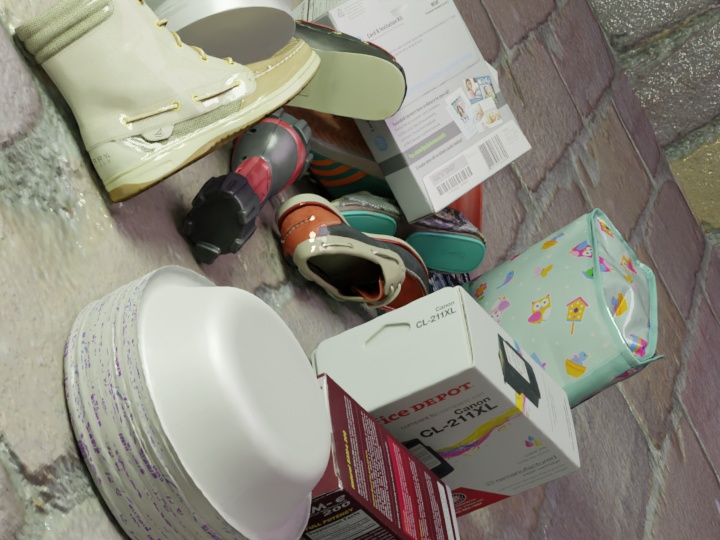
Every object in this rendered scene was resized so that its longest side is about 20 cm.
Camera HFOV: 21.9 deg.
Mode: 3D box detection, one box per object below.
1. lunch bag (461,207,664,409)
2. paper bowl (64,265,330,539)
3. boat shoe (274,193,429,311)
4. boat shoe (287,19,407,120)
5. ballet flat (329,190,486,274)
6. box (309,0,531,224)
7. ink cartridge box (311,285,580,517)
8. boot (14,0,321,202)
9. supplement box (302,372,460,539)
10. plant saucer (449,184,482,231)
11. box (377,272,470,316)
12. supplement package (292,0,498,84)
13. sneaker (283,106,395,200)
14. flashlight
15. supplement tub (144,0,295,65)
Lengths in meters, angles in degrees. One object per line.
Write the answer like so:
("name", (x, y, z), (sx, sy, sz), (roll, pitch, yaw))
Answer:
("lunch bag", (0.187, 0.065, 1.729), (0.122, 0.170, 0.200), (46, 26, -26))
("paper bowl", (-0.094, 0.091, 1.208), (0.201, 0.104, 0.201), (50, 24, -32))
("boat shoe", (0.000, 0.000, 1.608), (0.200, 0.071, 0.063), (34, 24, -48))
("boat shoe", (-0.058, -0.176, 1.574), (0.063, 0.200, 0.074), (-74, 180, -77))
("ballet flat", (0.022, -0.038, 1.680), (0.200, 0.072, 0.072), (9, 53, -35))
("box", (0.054, -0.163, 1.670), (0.156, 0.041, 0.201), (-35, 100, -42))
("ink cartridge box", (0.072, 0.116, 1.544), (0.200, 0.145, 0.083), (43, 31, -46))
("boot", (-0.135, -0.160, 1.343), (0.200, 0.072, 0.155), (-35, 98, -28))
("supplement box", (0.006, 0.177, 1.425), (0.200, 0.061, 0.109), (47, 25, -43))
("plant saucer", (0.068, -0.125, 2.002), (0.200, 0.037, 0.200), (54, 22, -25))
("box", (0.070, 0.049, 1.773), (0.159, 0.046, 0.201), (38, 32, -52))
("supplement package", (0.031, -0.176, 1.790), (0.200, 0.111, 0.156), (37, 30, -25))
("sneaker", (-0.032, -0.106, 1.683), (0.199, 0.080, 0.072), (25, 44, -30))
("flashlight", (-0.088, -0.074, 1.483), (0.068, 0.068, 0.200), (61, 19, -12))
("supplement tub", (-0.139, -0.262, 1.467), (0.145, 0.144, 0.201), (20, 48, -64))
